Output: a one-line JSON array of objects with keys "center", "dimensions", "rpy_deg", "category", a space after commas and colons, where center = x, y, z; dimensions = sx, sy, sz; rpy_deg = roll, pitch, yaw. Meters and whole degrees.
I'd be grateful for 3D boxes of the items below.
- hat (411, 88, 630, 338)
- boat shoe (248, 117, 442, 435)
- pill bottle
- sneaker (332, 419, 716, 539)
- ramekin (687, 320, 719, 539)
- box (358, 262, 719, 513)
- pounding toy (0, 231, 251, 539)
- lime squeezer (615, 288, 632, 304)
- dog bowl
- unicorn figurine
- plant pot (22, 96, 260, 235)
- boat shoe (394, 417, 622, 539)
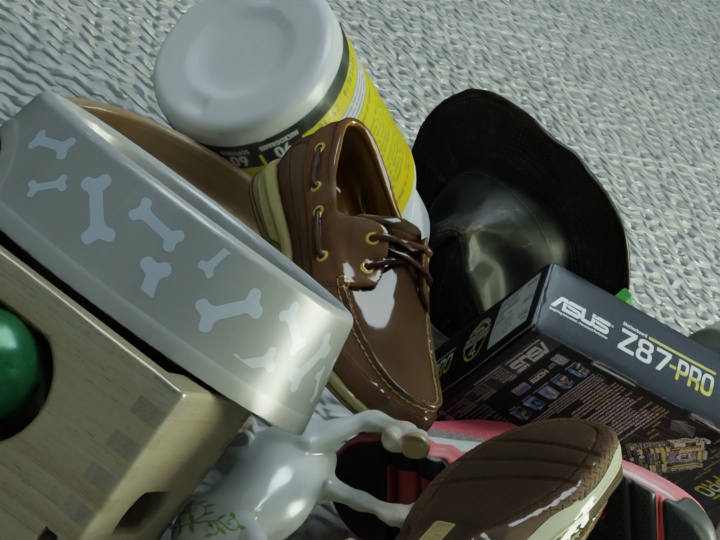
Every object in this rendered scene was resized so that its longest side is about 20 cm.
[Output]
[{"center": [0.073, -0.010, 1.698], "dimensions": [0.081, 0.201, 0.201], "rpy_deg": [-31, 60, -32], "category": "hat"}, {"center": [0.000, 0.000, 1.373], "dimensions": [0.072, 0.068, 0.200], "rpy_deg": [25, 31, -39], "category": "boat shoe"}, {"center": [-0.034, -0.070, 1.599], "dimensions": [0.114, 0.114, 0.200], "rpy_deg": [49, -5, 40], "category": "pill bottle"}, {"center": [0.088, 0.105, 1.363], "dimensions": [0.200, 0.074, 0.087], "rpy_deg": [11, 23, 21], "category": "sneaker"}, {"center": [0.224, 0.122, 1.530], "dimensions": [0.105, 0.201, 0.200], "rpy_deg": [16, 23, -17], "category": "ramekin"}, {"center": [0.111, 0.086, 1.437], "dimensions": [0.161, 0.200, 0.049], "rpy_deg": [30, 55, -14], "category": "box"}, {"center": [-0.174, 0.056, 1.166], "dimensions": [0.184, 0.142, 0.200], "rpy_deg": [36, 3, 10], "category": "pounding toy"}, {"center": [0.163, 0.082, 1.728], "dimensions": [0.038, 0.071, 0.200], "rpy_deg": [29, -16, 33], "category": "lime squeezer"}, {"center": [-0.088, -0.008, 1.222], "dimensions": [0.200, 0.059, 0.200], "rpy_deg": [37, 2, -1], "category": "dog bowl"}, {"center": [-0.034, 0.108, 1.286], "dimensions": [0.137, 0.074, 0.200], "rpy_deg": [5, 16, 31], "category": "unicorn figurine"}, {"center": [-0.112, 0.002, 1.434], "dimensions": [0.200, 0.093, 0.201], "rpy_deg": [28, 19, -11], "category": "plant pot"}, {"center": [0.052, 0.142, 1.236], "dimensions": [0.075, 0.075, 0.202], "rpy_deg": [13, 36, 40], "category": "boat shoe"}]
